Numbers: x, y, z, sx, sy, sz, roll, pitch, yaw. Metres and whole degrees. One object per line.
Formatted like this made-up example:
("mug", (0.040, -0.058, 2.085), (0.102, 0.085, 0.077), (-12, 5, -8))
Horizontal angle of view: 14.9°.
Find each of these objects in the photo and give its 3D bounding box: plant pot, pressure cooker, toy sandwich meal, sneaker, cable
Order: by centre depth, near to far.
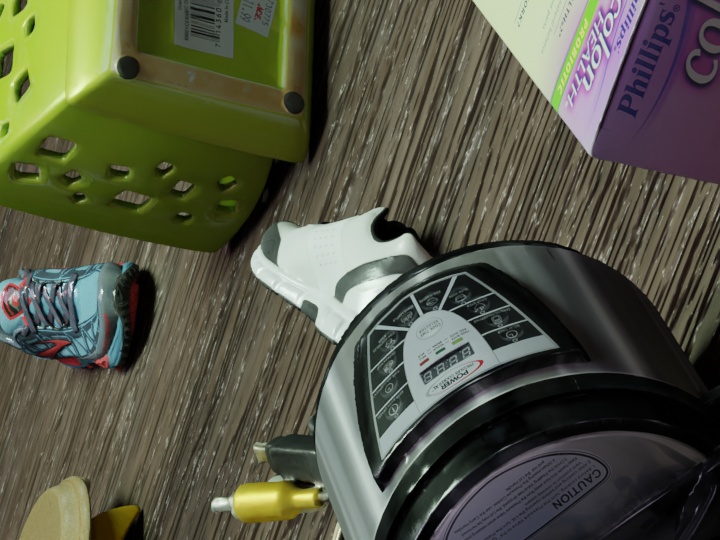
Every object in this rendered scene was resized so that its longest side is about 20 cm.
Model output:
("pressure cooker", (0.081, 0.099, 1.168), (0.200, 0.178, 0.177), (-114, 32, -58))
("cable", (0.006, 0.116, 1.529), (0.200, 0.097, 0.051), (5, 117, 50))
("sneaker", (0.000, 0.000, 1.583), (0.080, 0.074, 0.200), (-63, 27, 3))
("plant pot", (-0.137, -0.146, 1.812), (0.181, 0.198, 0.201), (-31, 51, 55))
("toy sandwich meal", (-0.207, 0.249, 1.983), (0.205, 0.070, 0.206), (-166, 90, -72))
("sneaker", (-0.230, 0.036, 2.089), (0.200, 0.095, 0.080), (154, 123, -64))

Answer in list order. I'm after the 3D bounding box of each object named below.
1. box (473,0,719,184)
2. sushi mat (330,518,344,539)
("box", (0.142, -0.162, 1.240), (0.200, 0.096, 0.177), (-118, 43, -59))
("sushi mat", (-0.038, 0.235, 1.544), (0.096, 0.012, 0.201), (96, -168, -86))
